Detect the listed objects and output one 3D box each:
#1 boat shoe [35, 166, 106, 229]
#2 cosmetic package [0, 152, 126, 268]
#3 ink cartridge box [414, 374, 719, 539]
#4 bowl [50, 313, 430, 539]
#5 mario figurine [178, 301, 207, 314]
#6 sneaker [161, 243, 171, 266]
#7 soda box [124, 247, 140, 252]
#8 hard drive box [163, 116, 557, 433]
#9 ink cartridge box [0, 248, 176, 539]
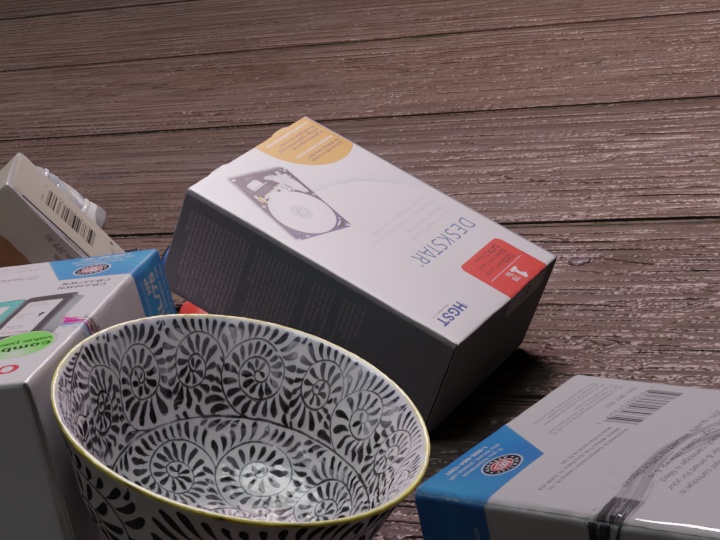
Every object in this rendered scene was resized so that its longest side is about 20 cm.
[{"bbox_3d":[-0.256,0.025,1.497,0.203,0.065,0.074,-54,15,-5],"label":"boat shoe"},{"bbox_3d":[-0.255,0.033,1.398,0.200,0.105,0.071,-44,15,13],"label":"cosmetic package"},{"bbox_3d":[0.150,0.121,1.025,0.199,0.084,0.145,4,23,42],"label":"ink cartridge box"},{"bbox_3d":[-0.070,0.113,1.139,0.199,0.095,0.201,11,27,-5],"label":"bowl"},{"bbox_3d":[-0.049,-0.007,1.482,0.123,0.107,0.200,2,38,38],"label":"mario figurine"},{"bbox_3d":[-0.064,-0.006,1.609,0.198,0.066,0.079,-6,22,19],"label":"sneaker"},{"bbox_3d":[-0.174,0.047,1.502,0.063,0.071,0.200,-13,18,-4],"label":"soda box"},{"bbox_3d":[0.000,0.000,1.374,0.199,0.077,0.156,30,32,15],"label":"hard drive box"},{"bbox_3d":[-0.195,0.096,1.231,0.145,0.147,0.200,-7,19,18],"label":"ink cartridge box"}]
